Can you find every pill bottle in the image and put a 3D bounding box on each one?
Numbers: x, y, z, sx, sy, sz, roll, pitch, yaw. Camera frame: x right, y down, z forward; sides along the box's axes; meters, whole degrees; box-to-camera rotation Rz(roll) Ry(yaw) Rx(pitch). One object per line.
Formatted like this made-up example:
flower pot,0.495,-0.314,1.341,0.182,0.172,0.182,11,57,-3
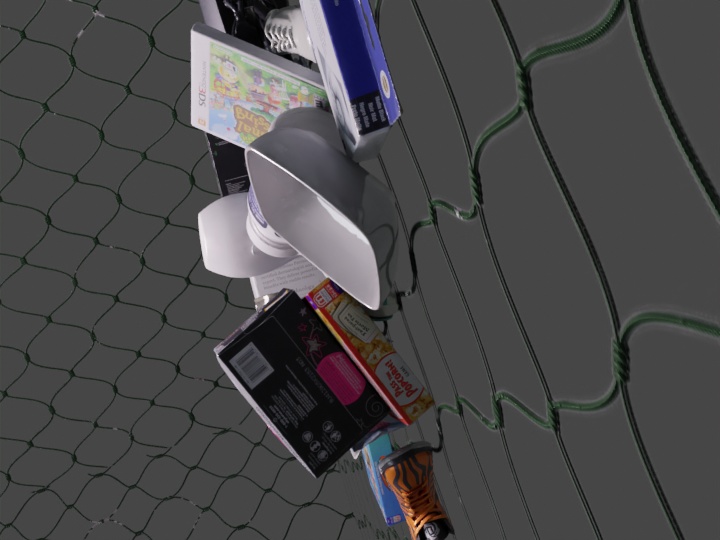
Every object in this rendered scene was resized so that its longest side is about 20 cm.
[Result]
pill bottle,-0.085,-0.108,1.334,0.201,0.114,0.117,120,136,-55

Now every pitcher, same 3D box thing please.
pitcher,-0.128,-0.049,1.482,0.172,0.197,0.123,-129,33,-68

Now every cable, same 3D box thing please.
cable,-0.135,-0.300,1.418,0.164,0.050,0.202,-76,-28,-57

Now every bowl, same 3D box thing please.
bowl,-0.031,-0.068,1.148,0.199,0.075,0.201,37,163,19

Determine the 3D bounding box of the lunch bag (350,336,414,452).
lunch bag,-0.010,0.137,1.476,0.202,0.126,0.170,64,175,-1

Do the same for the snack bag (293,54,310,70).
snack bag,-0.051,-0.184,1.483,0.201,0.021,0.190,-113,9,-45

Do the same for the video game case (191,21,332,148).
video game case,-0.132,-0.218,1.349,0.183,0.198,0.022,105,-169,-56

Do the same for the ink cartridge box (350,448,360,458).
ink cartridge box,-0.032,0.191,1.672,0.129,0.124,0.202,-119,6,-62

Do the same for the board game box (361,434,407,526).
board game box,0.032,0.341,1.890,0.152,0.044,0.203,-124,19,-68

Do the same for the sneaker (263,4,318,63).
sneaker,-0.081,-0.290,1.277,0.200,0.070,0.074,-128,22,-71

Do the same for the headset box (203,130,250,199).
headset box,-0.162,-0.222,1.638,0.093,0.172,0.203,-126,21,-68

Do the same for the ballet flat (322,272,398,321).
ballet flat,0.000,0.000,1.354,0.200,0.069,0.070,-135,28,-61

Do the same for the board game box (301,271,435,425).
board game box,0.006,0.099,1.300,0.201,0.046,0.151,52,172,0

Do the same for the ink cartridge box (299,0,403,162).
ink cartridge box,-0.016,-0.223,1.049,0.200,0.040,0.203,134,120,-82

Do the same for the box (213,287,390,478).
box,-0.079,0.141,1.318,0.201,0.132,0.115,51,172,-6

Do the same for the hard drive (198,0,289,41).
hard drive,-0.169,-0.411,1.473,0.042,0.133,0.203,13,121,58

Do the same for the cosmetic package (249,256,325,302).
cosmetic package,-0.105,-0.024,1.668,0.167,0.164,0.203,-136,32,-75

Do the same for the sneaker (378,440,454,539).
sneaker,0.084,0.301,1.357,0.200,0.077,0.113,65,180,-62

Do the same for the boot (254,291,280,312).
boot,-0.107,0.135,1.468,0.203,0.072,0.182,68,161,4
